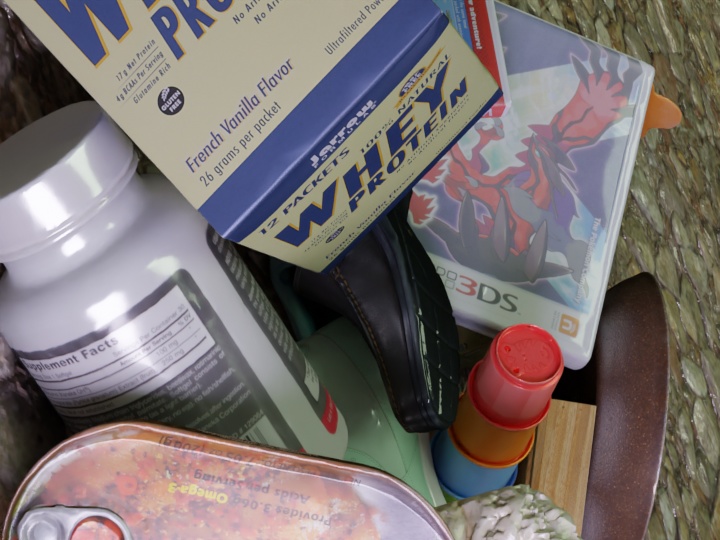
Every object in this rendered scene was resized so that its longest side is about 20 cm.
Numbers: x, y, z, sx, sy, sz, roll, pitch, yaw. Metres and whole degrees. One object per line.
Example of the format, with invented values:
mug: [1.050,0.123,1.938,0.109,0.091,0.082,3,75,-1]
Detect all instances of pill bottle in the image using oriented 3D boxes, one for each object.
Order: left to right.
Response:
pill bottle: [-0.098,0.027,0.902,0.201,0.110,0.111,58,28,-23]

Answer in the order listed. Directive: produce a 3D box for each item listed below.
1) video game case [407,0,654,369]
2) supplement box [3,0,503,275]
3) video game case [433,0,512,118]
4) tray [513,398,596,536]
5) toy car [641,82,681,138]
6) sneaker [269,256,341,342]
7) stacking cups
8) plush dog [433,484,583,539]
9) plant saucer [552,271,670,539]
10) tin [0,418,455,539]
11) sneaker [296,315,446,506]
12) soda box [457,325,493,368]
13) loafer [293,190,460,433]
video game case: [0.069,-0.065,1.137,0.181,0.023,0.202,21,65,-10]
supplement box: [-0.057,-0.120,0.926,0.200,0.134,0.200,46,5,12]
video game case: [-0.021,-0.149,1.121,0.017,0.198,0.144,112,-28,-64]
tray: [0.096,0.178,1.131,0.099,0.037,0.202,131,-33,-80]
toy car: [0.105,-0.108,1.251,0.177,0.198,0.186,81,5,-65]
sneaker: [-0.023,-0.030,1.132,0.082,0.073,0.202,-17,87,-68]
stacking cups: [0.071,0.096,1.099,0.060,0.201,0.061,8,54,-12]
plush dog: [0.013,0.209,0.925,0.160,0.199,0.173,-4,75,-47]
plant saucer: [0.139,0.098,1.175,0.200,0.036,0.203,-172,-90,-84]
tin: [-0.054,0.129,0.844,0.042,0.198,0.113,145,-42,-86]
sneaker: [-0.012,0.129,1.064,0.118,0.073,0.203,-16,99,-44]
soda box: [0.092,0.021,1.236,0.065,0.067,0.200,67,12,12]
loafer: [0.000,0.000,1.041,0.073,0.072,0.202,47,24,-58]
